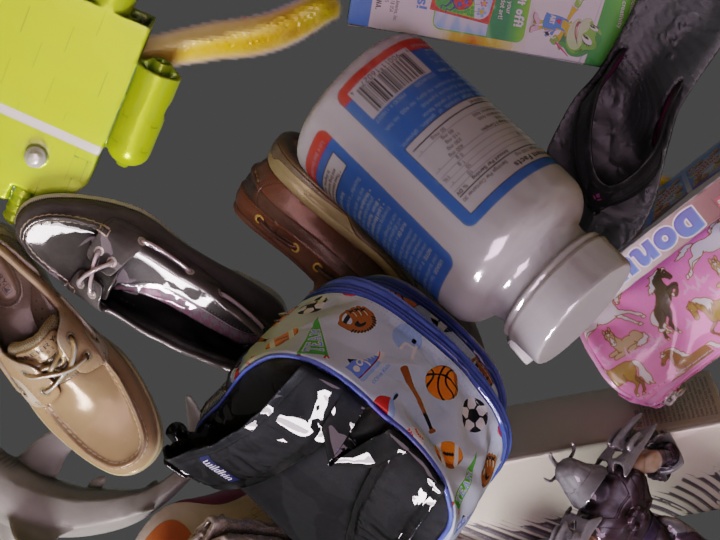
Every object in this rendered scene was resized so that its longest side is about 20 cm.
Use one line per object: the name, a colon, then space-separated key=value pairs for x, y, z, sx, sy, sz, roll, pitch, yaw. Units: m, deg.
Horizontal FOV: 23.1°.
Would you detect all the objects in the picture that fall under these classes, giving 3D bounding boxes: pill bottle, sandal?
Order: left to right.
pill bottle: x=0.064 y=-0.040 z=1.073 sx=0.200 sy=0.112 sz=0.112 roll=45 pitch=108 yaw=16
sandal: x=0.163 y=-0.097 z=1.078 sx=0.075 sy=0.048 sz=0.202 roll=25 pitch=108 yaw=9

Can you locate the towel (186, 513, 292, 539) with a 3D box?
towel: x=-0.069 y=0.222 z=1.200 sx=0.199 sy=0.035 sz=0.133 roll=15 pitch=126 yaw=-48

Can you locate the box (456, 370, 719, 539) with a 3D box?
box: x=0.151 y=0.130 z=1.199 sx=0.198 sy=0.082 sz=0.069 roll=-11 pitch=111 yaw=7

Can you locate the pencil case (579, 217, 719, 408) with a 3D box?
pencil case: x=0.238 y=0.006 z=1.148 sx=0.199 sy=0.083 sz=0.087 roll=-38 pitch=105 yaw=14

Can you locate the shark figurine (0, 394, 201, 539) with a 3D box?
shark figurine: x=-0.196 y=0.163 z=1.219 sx=0.212 sy=0.090 sz=0.129 roll=0 pitch=112 yaw=4

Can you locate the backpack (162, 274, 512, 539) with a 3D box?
backpack: x=0.005 y=0.096 z=1.070 sx=0.199 sy=0.155 sz=0.191 roll=37 pitch=152 yaw=-1

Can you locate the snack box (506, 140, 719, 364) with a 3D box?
snack box: x=0.178 y=-0.017 z=1.145 sx=0.199 sy=0.072 sz=0.024 roll=-39 pitch=100 yaw=15

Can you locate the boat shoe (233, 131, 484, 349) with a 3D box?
boat shoe: x=0.000 y=0.000 z=1.162 sx=0.200 sy=0.072 sz=0.068 roll=45 pitch=111 yaw=-7

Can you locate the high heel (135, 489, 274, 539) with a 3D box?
high heel: x=-0.074 y=0.174 z=1.235 sx=0.200 sy=0.096 sz=0.068 roll=-39 pitch=67 yaw=21

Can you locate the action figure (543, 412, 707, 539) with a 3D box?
action figure: x=0.184 y=0.176 z=1.121 sx=0.200 sy=0.069 sz=0.130 roll=41 pitch=84 yaw=-22

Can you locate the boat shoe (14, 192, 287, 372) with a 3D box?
boat shoe: x=-0.134 y=0.010 z=1.156 sx=0.199 sy=0.057 sz=0.067 roll=25 pitch=119 yaw=-17

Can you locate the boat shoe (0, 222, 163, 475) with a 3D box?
boat shoe: x=-0.207 y=0.055 z=1.160 sx=0.071 sy=0.065 sz=0.200 roll=-41 pitch=88 yaw=3

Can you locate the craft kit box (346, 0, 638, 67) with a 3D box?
craft kit box: x=0.102 y=-0.235 z=1.082 sx=0.195 sy=0.049 sz=0.202 roll=11 pitch=111 yaw=0

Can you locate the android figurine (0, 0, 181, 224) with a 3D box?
android figurine: x=-0.211 y=-0.127 z=1.133 sx=0.181 sy=0.041 sz=0.201 roll=25 pitch=108 yaw=-8
